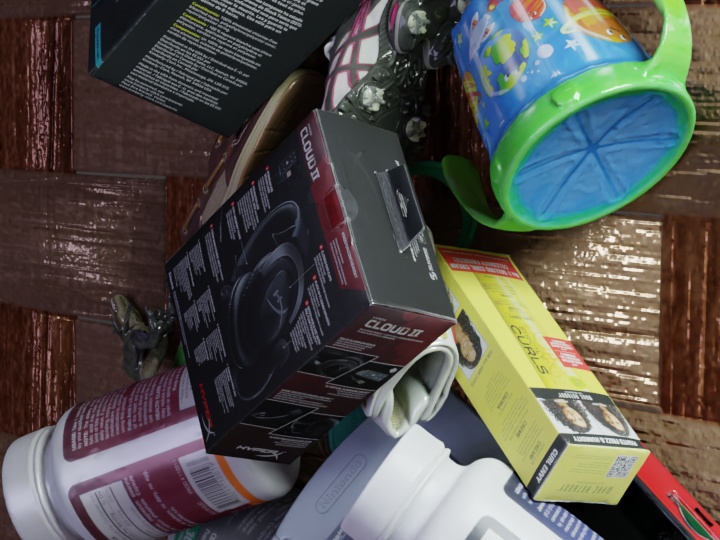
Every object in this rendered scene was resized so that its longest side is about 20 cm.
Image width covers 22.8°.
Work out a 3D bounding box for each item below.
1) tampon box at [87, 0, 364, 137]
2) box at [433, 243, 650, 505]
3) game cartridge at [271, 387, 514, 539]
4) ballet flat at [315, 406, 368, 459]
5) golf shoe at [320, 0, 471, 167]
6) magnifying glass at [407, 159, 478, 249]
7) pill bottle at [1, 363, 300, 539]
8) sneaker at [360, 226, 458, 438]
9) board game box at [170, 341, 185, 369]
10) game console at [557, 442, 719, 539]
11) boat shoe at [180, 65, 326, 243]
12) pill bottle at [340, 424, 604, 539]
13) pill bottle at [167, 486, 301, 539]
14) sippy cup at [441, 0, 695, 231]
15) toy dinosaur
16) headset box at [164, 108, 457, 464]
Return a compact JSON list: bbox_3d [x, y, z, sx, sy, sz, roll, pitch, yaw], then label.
[{"bbox_3d":[-0.092,-0.226,1.289,0.200,0.125,0.151,-39,41,40],"label":"tampon box"},{"bbox_3d":[0.105,0.065,1.164,0.050,0.075,0.201,-62,38,27],"label":"box"},{"bbox_3d":[0.021,0.177,1.221,0.200,0.041,0.133,-49,53,2],"label":"game cartridge"},{"bbox_3d":[-0.016,0.042,1.328,0.072,0.067,0.203,24,116,60],"label":"ballet flat"},{"bbox_3d":[0.008,-0.127,1.244,0.088,0.077,0.201,18,76,51],"label":"golf shoe"},{"bbox_3d":[0.000,0.000,1.266,0.200,0.022,0.080,-41,92,10],"label":"magnifying glass"},{"bbox_3d":[-0.154,0.139,1.307,0.198,0.114,0.115,-20,80,19],"label":"pill bottle"},{"bbox_3d":[-0.005,0.070,1.203,0.200,0.073,0.117,-50,44,43],"label":"sneaker"},{"bbox_3d":[-0.122,0.110,1.455,0.095,0.030,0.202,39,122,35],"label":"board game box"},{"bbox_3d":[0.163,0.205,1.188,0.200,0.031,0.178,49,128,30],"label":"game console"},{"bbox_3d":[-0.089,-0.083,1.374,0.072,0.072,0.201,48,130,28],"label":"boat shoe"},{"bbox_3d":[0.089,0.189,1.115,0.199,0.111,0.112,38,121,7],"label":"pill bottle"},{"bbox_3d":[-0.043,0.229,1.327,0.199,0.112,0.114,21,109,41],"label":"pill bottle"},{"bbox_3d":[0.124,-0.118,1.130,0.176,0.140,0.131,-27,58,2],"label":"sippy cup"},{"bbox_3d":[-0.172,0.060,1.450,0.089,0.047,0.200,-61,20,21],"label":"toy dinosaur"},{"bbox_3d":[-0.032,0.008,1.141,0.200,0.077,0.150,-42,51,34],"label":"headset box"}]
